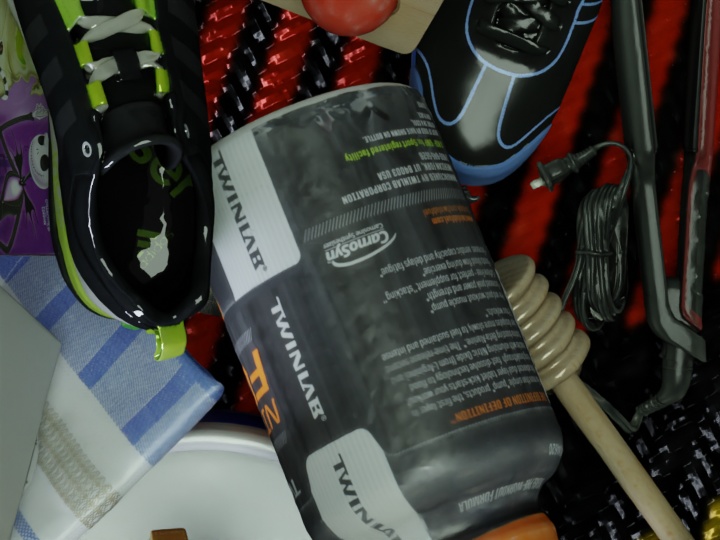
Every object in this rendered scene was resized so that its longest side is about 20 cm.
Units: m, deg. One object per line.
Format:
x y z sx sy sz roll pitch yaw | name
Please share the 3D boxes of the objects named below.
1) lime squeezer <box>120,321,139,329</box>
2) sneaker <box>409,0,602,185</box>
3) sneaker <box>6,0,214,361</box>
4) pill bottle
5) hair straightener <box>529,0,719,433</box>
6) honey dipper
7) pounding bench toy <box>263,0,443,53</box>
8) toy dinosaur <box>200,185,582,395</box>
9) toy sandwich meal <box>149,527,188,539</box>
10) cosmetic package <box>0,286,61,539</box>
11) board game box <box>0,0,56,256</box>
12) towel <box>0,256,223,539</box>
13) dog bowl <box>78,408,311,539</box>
-0.097 -0.060 1.193 0.038 0.071 0.200 9 65 -8 | lime squeezer
0.070 -0.133 1.179 0.070 0.078 0.200 17 86 -3 | sneaker
-0.080 -0.067 1.065 0.072 0.083 0.200 -15 109 -17 | sneaker
0.011 0.038 1.127 0.106 0.106 0.200 -22 78 -1 | pill bottle
0.107 -0.031 1.225 0.077 0.041 0.200 1 99 -3 | hair straightener
0.109 0.078 1.213 0.038 0.038 0.200 -38 111 1 | honey dipper
-0.043 -0.191 1.127 0.200 0.124 0.156 21 68 -5 | pounding bench toy
0.000 0.000 1.215 0.200 0.047 0.088 12 101 -1 | toy dinosaur
-0.042 0.190 1.076 0.070 0.205 0.205 -9 96 -16 | toy sandwich meal
-0.200 0.029 1.080 0.081 0.200 0.113 -4 56 27 | cosmetic package
-0.141 -0.105 1.093 0.032 0.120 0.200 -1 91 21 | board game box
-0.161 0.075 1.174 0.200 0.147 0.024 -43 137 -1 | towel
-0.064 0.158 1.207 0.200 0.079 0.200 0 96 -3 | dog bowl
